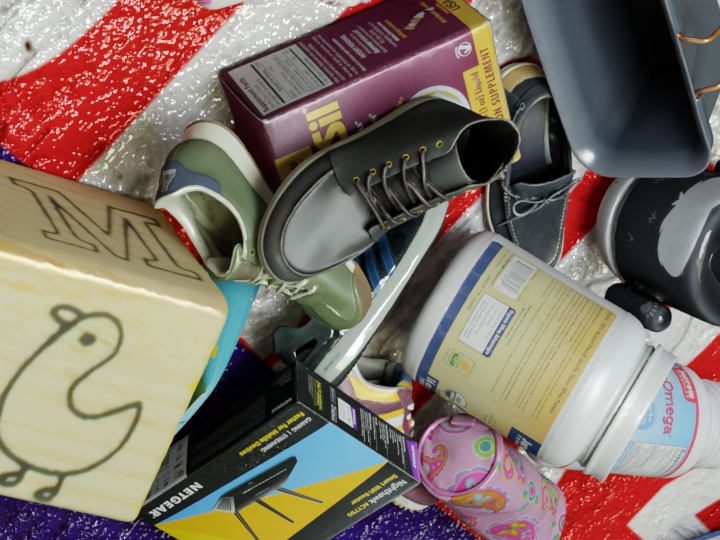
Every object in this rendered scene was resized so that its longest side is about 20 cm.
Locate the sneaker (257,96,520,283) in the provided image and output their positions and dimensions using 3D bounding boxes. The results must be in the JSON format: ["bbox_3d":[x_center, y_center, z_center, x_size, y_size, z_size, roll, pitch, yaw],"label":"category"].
[{"bbox_3d":[0.018,-0.061,1.318,0.200,0.106,0.075,-41,114,-19],"label":"sneaker"}]

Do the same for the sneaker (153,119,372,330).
[{"bbox_3d":[-0.080,-0.013,1.362,0.067,0.090,0.200,-29,110,40],"label":"sneaker"}]

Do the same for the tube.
[{"bbox_3d":[-0.118,0.057,1.410,0.050,0.201,0.078,27,126,-10],"label":"tube"}]

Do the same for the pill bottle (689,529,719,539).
[{"bbox_3d":[0.371,0.316,1.824,0.199,0.112,0.113,-14,120,-17],"label":"pill bottle"}]

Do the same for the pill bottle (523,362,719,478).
[{"bbox_3d":[0.251,0.134,1.676,0.199,0.109,0.109,8,112,-29],"label":"pill bottle"}]

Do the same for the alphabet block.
[{"bbox_3d":[-0.244,0.043,1.344,0.199,0.197,0.196,16,109,-31],"label":"alphabet block"}]

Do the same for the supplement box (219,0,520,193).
[{"bbox_3d":[0.009,-0.122,1.434,0.199,0.103,0.132,-25,124,-11],"label":"supplement box"}]

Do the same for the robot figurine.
[{"bbox_3d":[0.291,-0.023,1.558,0.149,0.200,0.126,-10,111,-30],"label":"robot figurine"}]

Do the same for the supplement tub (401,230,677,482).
[{"bbox_3d":[0.150,0.073,1.523,0.199,0.144,0.145,32,103,10],"label":"supplement tub"}]

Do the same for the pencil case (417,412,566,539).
[{"bbox_3d":[0.120,0.193,1.627,0.087,0.087,0.200,-45,145,2],"label":"pencil case"}]

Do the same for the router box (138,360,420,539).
[{"bbox_3d":[-0.071,0.173,1.527,0.200,0.051,0.149,-35,127,28],"label":"router box"}]

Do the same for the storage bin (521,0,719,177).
[{"bbox_3d":[0.238,-0.196,1.471,0.135,0.145,0.201,-56,135,-38],"label":"storage bin"}]

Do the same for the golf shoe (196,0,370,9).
[{"bbox_3d":[-0.031,-0.229,1.380,0.199,0.075,0.092,-24,126,-11],"label":"golf shoe"}]

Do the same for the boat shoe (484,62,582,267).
[{"bbox_3d":[0.148,-0.077,1.548,0.074,0.062,0.201,-17,122,-19],"label":"boat shoe"}]

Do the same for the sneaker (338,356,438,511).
[{"bbox_3d":[0.025,0.133,1.590,0.090,0.075,0.200,-43,126,7],"label":"sneaker"}]

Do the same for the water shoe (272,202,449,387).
[{"bbox_3d":[0.000,0.000,1.509,0.079,0.072,0.201,33,77,1],"label":"water shoe"}]
